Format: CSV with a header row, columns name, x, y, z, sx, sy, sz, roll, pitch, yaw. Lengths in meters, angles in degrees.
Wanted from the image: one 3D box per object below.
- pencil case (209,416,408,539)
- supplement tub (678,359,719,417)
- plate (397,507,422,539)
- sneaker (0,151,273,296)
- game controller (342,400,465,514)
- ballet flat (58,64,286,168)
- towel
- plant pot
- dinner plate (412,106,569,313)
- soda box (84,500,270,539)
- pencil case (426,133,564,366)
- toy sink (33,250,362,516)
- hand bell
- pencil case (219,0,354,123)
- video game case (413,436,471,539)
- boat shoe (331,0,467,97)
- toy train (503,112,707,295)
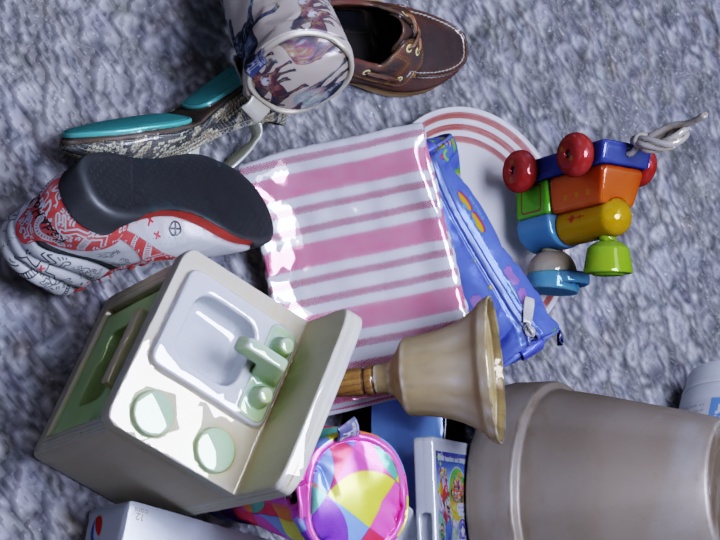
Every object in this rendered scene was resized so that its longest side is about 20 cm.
name,x,y,z,sx,sy,sz,roll,pitch,yaw
pencil case,-0.045,0.139,0.988,0.088,0.200,0.089,2,86,-26
supplement tub,0.325,0.193,1.269,0.131,0.132,0.201,28,63,-25
plate,0.027,0.301,1.039,0.201,0.032,0.200,64,35,-41
sneaker,-0.157,-0.029,1.029,0.201,0.108,0.068,4,60,-56
game controller,0.032,0.149,1.136,0.104,0.042,0.201,10,71,-32
ballet flat,-0.126,-0.096,1.087,0.199,0.068,0.076,-29,116,-37
towel,0.000,0.000,1.102,0.145,0.030,0.201,-13,91,1
plant pot,0.201,0.177,1.123,0.200,0.173,0.202,22,64,-56
dinner plate,0.094,-0.038,1.239,0.199,0.024,0.202,10,71,-31
soda box,-0.091,0.216,1.017,0.199,0.068,0.064,21,65,-28
pencil case,0.081,-0.011,1.157,0.078,0.087,0.201,-31,94,-25
toy sink,-0.112,0.074,0.961,0.112,0.200,0.131,34,62,-23
hand bell,0.000,0.079,1.061,0.104,0.198,0.105,-5,90,-78
pencil case,-0.073,-0.207,1.093,0.078,0.089,0.201,55,11,-55
video game case,0.074,0.228,1.087,0.143,0.018,0.202,23,63,-65
boat shoe,0.014,-0.183,1.196,0.199,0.070,0.071,-6,80,-36
toy train,0.198,-0.048,1.170,0.084,0.200,0.117,5,80,-32
